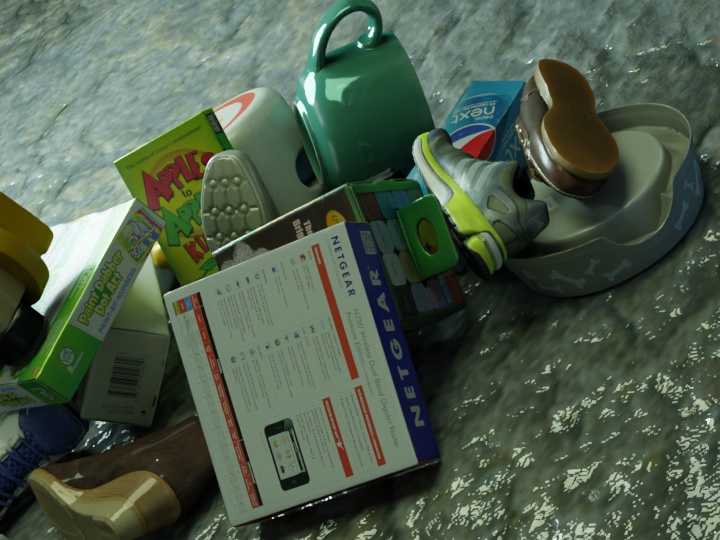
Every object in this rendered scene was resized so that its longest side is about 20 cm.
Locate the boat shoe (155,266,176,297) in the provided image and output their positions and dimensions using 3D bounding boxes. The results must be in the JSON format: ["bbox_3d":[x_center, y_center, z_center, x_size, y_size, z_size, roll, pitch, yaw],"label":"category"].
[{"bbox_3d":[-0.207,-0.037,1.969,0.056,0.069,0.200,-6,40,47],"label":"boat shoe"}]

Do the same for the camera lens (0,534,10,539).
[{"bbox_3d":[-0.347,0.318,1.452,0.159,0.160,0.201,-13,34,35],"label":"camera lens"}]

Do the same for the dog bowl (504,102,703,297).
[{"bbox_3d":[0.201,-0.057,1.554,0.199,0.059,0.201,-27,27,15],"label":"dog bowl"}]

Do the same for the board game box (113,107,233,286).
[{"bbox_3d":[-0.142,-0.042,1.755,0.101,0.201,0.048,-28,5,13],"label":"board game box"}]

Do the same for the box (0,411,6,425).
[{"bbox_3d":[-0.342,0.078,1.886,0.075,0.100,0.201,-28,25,38],"label":"box"}]

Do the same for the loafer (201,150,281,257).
[{"bbox_3d":[-0.096,-0.020,1.676,0.069,0.202,0.070,-2,25,22],"label":"loafer"}]

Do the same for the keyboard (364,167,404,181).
[{"bbox_3d":[0.003,-0.046,1.708,0.103,0.040,0.200,-27,-8,2],"label":"keyboard"}]

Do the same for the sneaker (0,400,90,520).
[{"bbox_3d":[-0.345,0.202,1.739,0.199,0.081,0.116,-33,30,19],"label":"sneaker"}]

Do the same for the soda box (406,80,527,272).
[{"bbox_3d":[0.099,-0.090,1.701,0.064,0.068,0.201,3,44,35],"label":"soda box"}]

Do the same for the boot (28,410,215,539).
[{"bbox_3d":[-0.193,0.177,1.635,0.166,0.073,0.199,-35,23,-29],"label":"boot"}]

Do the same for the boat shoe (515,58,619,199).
[{"bbox_3d":[0.170,-0.106,1.543,0.200,0.070,0.071,-88,20,-61],"label":"boat shoe"}]

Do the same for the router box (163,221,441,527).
[{"bbox_3d":[-0.049,0.085,1.469,0.178,0.202,0.049,-20,-9,24],"label":"router box"}]

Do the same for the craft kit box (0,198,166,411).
[{"bbox_3d":[-0.287,0.037,1.729,0.197,0.048,0.201,-15,44,56],"label":"craft kit box"}]

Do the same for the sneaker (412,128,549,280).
[{"bbox_3d":[0.103,-0.066,1.550,0.080,0.074,0.200,-26,36,-1],"label":"sneaker"}]

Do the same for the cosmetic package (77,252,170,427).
[{"bbox_3d":[-0.238,0.058,1.794,0.072,0.104,0.200,8,22,-17],"label":"cosmetic package"}]

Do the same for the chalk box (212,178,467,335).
[{"bbox_3d":[0.000,0.000,1.547,0.199,0.126,0.124,-24,-8,29],"label":"chalk box"}]

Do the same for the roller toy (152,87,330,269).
[{"bbox_3d":[-0.126,-0.082,1.870,0.200,0.140,0.182,-42,17,-22],"label":"roller toy"}]

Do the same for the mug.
[{"bbox_3d":[-0.005,-0.158,1.789,0.114,0.186,0.152,-21,-6,-6],"label":"mug"}]

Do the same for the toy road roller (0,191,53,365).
[{"bbox_3d":[-0.366,0.014,1.700,0.199,0.123,0.147,-25,36,45],"label":"toy road roller"}]
